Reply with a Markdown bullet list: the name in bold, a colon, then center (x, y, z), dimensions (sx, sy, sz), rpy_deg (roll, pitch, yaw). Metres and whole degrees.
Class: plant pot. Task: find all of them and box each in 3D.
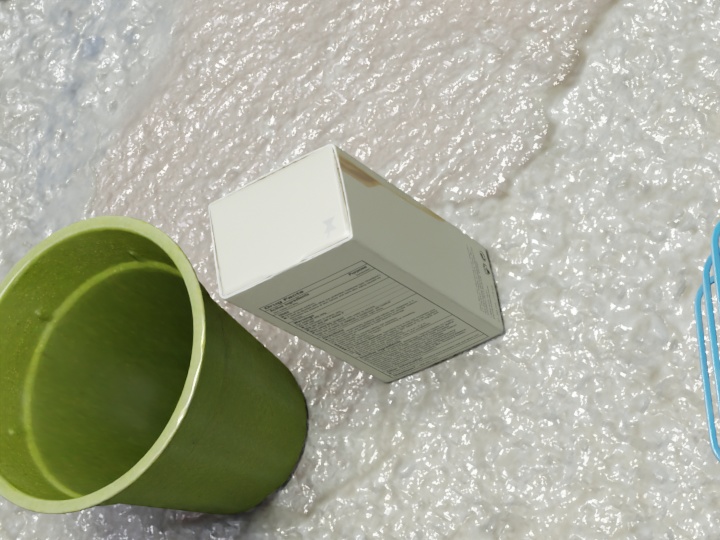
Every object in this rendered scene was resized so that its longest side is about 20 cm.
- **plant pot**: center (-0.135, 0.087, 1.278), dimensions (0.199, 0.190, 0.201), rpy_deg (-12, 66, 29)

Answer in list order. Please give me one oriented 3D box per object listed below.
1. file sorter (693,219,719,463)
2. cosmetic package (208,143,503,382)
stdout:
- **file sorter**: center (0.258, 0.022, 1.023), dimensions (0.122, 0.200, 0.140), rpy_deg (-4, 67, 2)
- **cosmetic package**: center (0.000, 0.000, 1.219), dimensions (0.105, 0.200, 0.071), rpy_deg (-24, 60, 22)
